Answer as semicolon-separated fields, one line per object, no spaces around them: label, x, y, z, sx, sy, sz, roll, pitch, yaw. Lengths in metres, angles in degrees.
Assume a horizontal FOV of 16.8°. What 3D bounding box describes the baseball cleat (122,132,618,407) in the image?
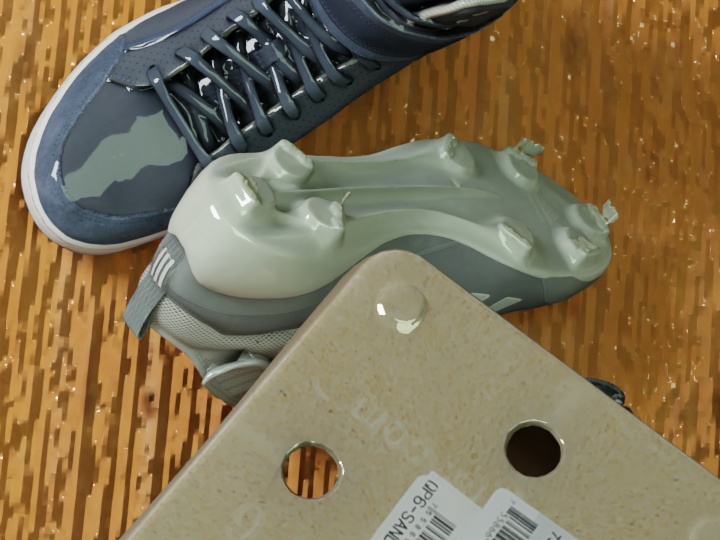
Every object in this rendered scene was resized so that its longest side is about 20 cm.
baseball cleat;0.000;0.000;0.883;0.199;0.107;0.070;5;46;-41

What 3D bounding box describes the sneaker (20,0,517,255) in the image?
sneaker;-0.025;-0.084;0.846;0.202;0.146;0.077;-36;93;-18

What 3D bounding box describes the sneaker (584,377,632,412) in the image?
sneaker;0.084;0.137;0.855;0.073;0.112;0.202;-14;84;-17

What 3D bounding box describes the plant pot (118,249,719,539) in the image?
plant pot;0.012;0.111;0.695;0.199;0.177;0.200;36;67;12
